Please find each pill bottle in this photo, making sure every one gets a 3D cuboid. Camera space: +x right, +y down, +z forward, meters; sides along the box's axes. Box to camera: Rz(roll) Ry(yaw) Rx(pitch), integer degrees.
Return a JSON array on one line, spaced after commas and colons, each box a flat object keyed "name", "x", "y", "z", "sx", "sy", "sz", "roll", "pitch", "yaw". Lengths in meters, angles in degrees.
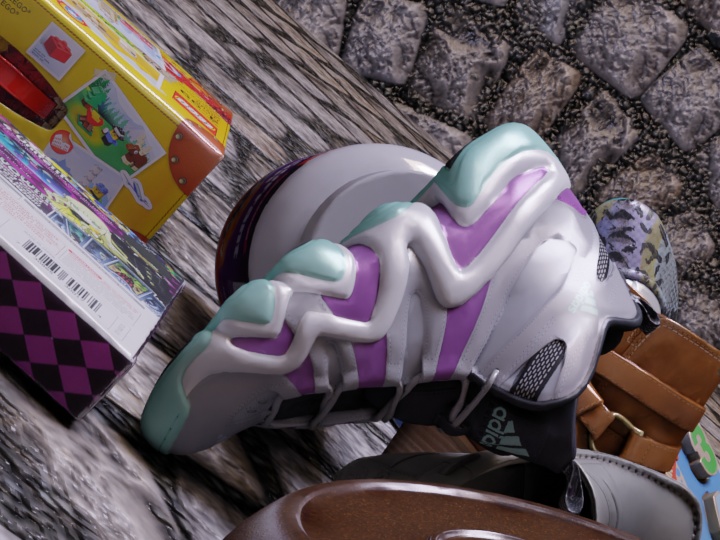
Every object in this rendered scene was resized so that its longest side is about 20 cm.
[{"name": "pill bottle", "x": 0.000, "y": 0.000, "z": 1.040, "sx": 0.111, "sy": 0.111, "sz": 0.200, "roll": 41, "pitch": -7, "yaw": -8}]

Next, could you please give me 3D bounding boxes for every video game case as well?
[{"name": "video game case", "x": -0.158, "y": -0.037, "z": 0.885, "sx": 0.200, "sy": 0.036, "sz": 0.181, "roll": 42, "pitch": 8, "yaw": -5}]

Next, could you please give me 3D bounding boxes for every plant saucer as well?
[{"name": "plant saucer", "x": 0.046, "y": 0.109, "z": 0.776, "sx": 0.200, "sy": 0.032, "sz": 0.200, "roll": 13, "pitch": 10, "yaw": -2}]

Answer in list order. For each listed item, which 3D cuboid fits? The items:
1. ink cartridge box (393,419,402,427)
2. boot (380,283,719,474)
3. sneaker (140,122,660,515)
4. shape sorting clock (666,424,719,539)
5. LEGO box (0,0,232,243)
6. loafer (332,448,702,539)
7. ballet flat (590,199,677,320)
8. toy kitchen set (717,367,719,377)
[{"name": "ink cartridge box", "x": 0.062, "y": 0.060, "z": 1.330, "sx": 0.136, "sy": 0.076, "sz": 0.200, "roll": 37, "pitch": 8, "yaw": -36}, {"name": "boot", "x": 0.118, "y": 0.099, "z": 1.070, "sx": 0.200, "sy": 0.155, "sz": 0.077, "roll": 41, "pitch": 0, "yaw": -2}, {"name": "sneaker", "x": 0.029, "y": 0.045, "z": 0.878, "sx": 0.140, "sy": 0.200, "sz": 0.078, "roll": 53, "pitch": -19, "yaw": 9}, {"name": "shape sorting clock", "x": 0.150, "y": 0.124, "z": 1.218, "sx": 0.200, "sy": 0.039, "sz": 0.200, "roll": 34, "pitch": 42, "yaw": -37}, {"name": "LEGO box", "x": -0.160, "y": -0.102, "z": 1.080, "sx": 0.200, "sy": 0.077, "sz": 0.149, "roll": 41, "pitch": 7, "yaw": -9}, {"name": "loafer", "x": 0.077, "y": 0.106, "z": 0.960, "sx": 0.200, "sy": 0.070, "sz": 0.070, "roll": 4, "pitch": -6, "yaw": -41}, {"name": "ballet flat", "x": 0.152, "y": 0.058, "z": 1.402, "sx": 0.072, "sy": 0.200, "sz": 0.072, "roll": 5, "pitch": 26, "yaw": -2}, {"name": "toy kitchen set", "x": 0.191, "y": 0.157, "z": 0.974, "sx": 0.180, "sy": 0.200, "sz": 0.163, "roll": 43, "pitch": 7, "yaw": 22}]
